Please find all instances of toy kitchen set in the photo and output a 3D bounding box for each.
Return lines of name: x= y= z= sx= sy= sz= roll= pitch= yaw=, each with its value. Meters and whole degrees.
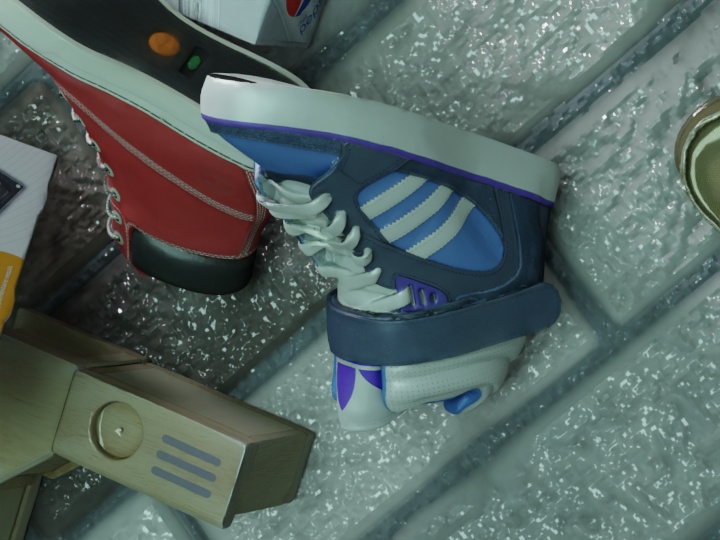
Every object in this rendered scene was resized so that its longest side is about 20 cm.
toy kitchen set: x=-0.161 y=0.143 z=1.427 sx=0.180 sy=0.163 sz=0.201 roll=22 pitch=100 yaw=22

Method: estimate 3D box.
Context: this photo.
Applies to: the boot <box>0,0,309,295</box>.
boot: x=-0.126 y=-0.072 z=1.427 sx=0.200 sy=0.072 sz=0.144 roll=35 pitch=137 yaw=6

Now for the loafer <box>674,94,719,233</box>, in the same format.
loafer: x=0.222 y=-0.016 z=1.307 sx=0.200 sy=0.067 sz=0.076 roll=33 pitch=104 yaw=19

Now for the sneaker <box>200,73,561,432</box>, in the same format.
sneaker: x=0.000 y=0.000 z=1.342 sx=0.080 sy=0.200 sz=0.147 roll=16 pitch=91 yaw=53

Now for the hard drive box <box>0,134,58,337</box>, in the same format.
hard drive box: x=-0.258 y=-0.015 z=1.380 sx=0.199 sy=0.156 sz=0.077 roll=19 pitch=129 yaw=-9

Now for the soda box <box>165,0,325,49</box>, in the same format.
soda box: x=-0.110 y=-0.173 z=1.451 sx=0.200 sy=0.063 sz=0.068 roll=24 pitch=101 yaw=21
